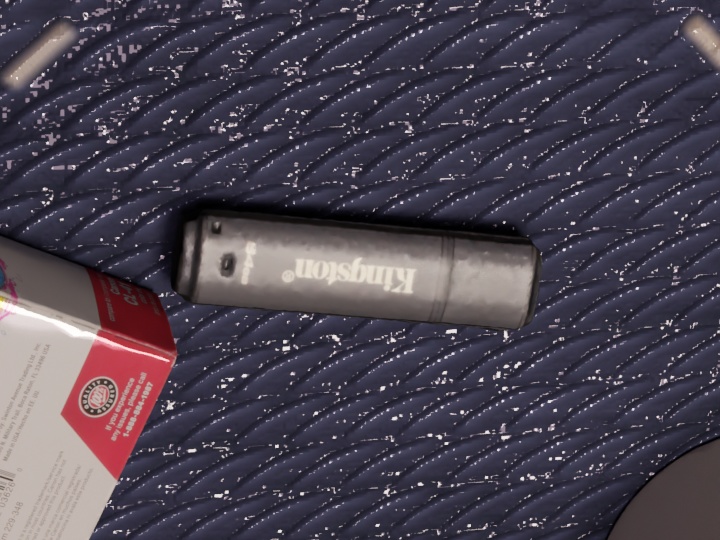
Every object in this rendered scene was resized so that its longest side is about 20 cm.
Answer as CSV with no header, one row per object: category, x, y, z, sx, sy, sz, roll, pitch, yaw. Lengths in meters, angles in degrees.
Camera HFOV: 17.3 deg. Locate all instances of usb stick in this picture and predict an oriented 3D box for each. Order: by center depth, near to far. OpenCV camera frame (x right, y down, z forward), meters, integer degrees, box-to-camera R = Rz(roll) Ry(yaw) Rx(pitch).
usb stick,0.000,0.000,1.258,0.199,0.033,0.056,5,115,-14

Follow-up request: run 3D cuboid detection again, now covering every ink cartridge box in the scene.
ink cartridge box,-0.214,0.055,1.207,0.199,0.086,0.148,22,109,-20

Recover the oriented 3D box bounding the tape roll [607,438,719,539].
tape roll,0.248,0.209,1.354,0.201,0.139,0.204,-5,115,-11
